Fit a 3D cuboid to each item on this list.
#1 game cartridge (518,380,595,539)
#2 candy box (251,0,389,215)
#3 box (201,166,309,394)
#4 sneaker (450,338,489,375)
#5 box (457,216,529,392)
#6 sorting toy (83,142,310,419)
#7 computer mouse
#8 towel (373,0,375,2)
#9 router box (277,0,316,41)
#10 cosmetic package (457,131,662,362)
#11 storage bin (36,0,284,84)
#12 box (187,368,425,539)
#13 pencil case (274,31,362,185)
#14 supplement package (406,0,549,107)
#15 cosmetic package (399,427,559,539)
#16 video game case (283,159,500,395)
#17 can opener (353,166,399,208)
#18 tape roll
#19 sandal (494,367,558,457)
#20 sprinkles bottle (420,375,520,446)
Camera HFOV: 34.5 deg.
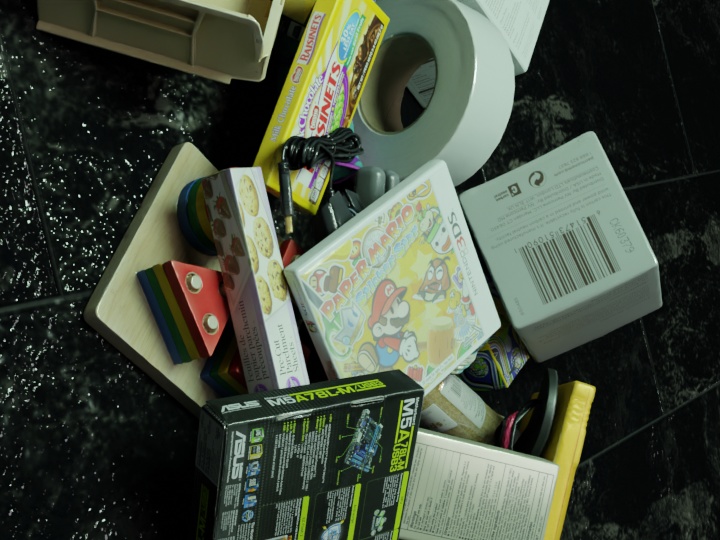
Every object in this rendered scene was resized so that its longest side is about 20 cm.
[{"bbox_3d":[0.186,0.222,1.218,0.032,0.176,0.201,19,78,-4],"label":"game cartridge"},{"bbox_3d":[-0.035,-0.157,1.048,0.102,0.026,0.201,28,82,-61],"label":"candy box"},{"bbox_3d":[-0.086,0.014,0.965,0.041,0.039,0.202,-9,85,-50],"label":"box"},{"bbox_3d":[0.062,0.005,1.180,0.200,0.086,0.078,48,18,7],"label":"sneaker"},{"bbox_3d":[0.113,0.034,1.294,0.070,0.064,0.201,-43,111,-48],"label":"box"},{"bbox_3d":[-0.113,0.017,1.018,0.199,0.069,0.201,47,47,-31],"label":"sorting toy"},{"bbox_3d":[-0.022,-0.027,1.024,0.140,0.046,0.202,-10,101,-63],"label":"computer mouse"},{"bbox_3d":[-0.056,-0.349,1.155,0.199,0.024,0.146,25,61,-5],"label":"towel"},{"bbox_3d":[-0.056,-0.330,1.100,0.156,0.052,0.201,24,80,-6],"label":"router box"},{"bbox_3d":[0.226,-0.019,1.289,0.200,0.164,0.166,46,21,-69],"label":"cosmetic package"},{"bbox_3d":[-0.152,-0.279,0.972,0.197,0.094,0.201,15,61,-7],"label":"storage bin"},{"bbox_3d":[-0.047,0.190,0.956,0.192,0.047,0.202,-8,115,-37],"label":"box"},{"bbox_3d":[-0.040,-0.186,1.161,0.092,0.085,0.202,9,71,-34],"label":"pencil case"},{"bbox_3d":[0.093,-0.323,1.313,0.200,0.150,0.152,47,47,-31],"label":"supplement package"},{"bbox_3d":[0.078,0.208,1.102,0.198,0.071,0.106,17,84,-14],"label":"cosmetic package"},{"bbox_3d":[0.036,0.027,1.043,0.200,0.023,0.183,-38,118,-33],"label":"video game case"},{"bbox_3d":[0.000,0.000,1.128,0.053,0.066,0.202,5,93,-58],"label":"can opener"},{"bbox_3d":[0.057,-0.183,1.186,0.071,0.201,0.204,13,69,-47],"label":"tape roll"},{"bbox_3d":[0.155,0.192,1.203,0.075,0.045,0.201,-65,176,-75],"label":"sandal"},{"bbox_3d":[0.092,0.146,1.230,0.200,0.068,0.069,42,49,-34],"label":"sprinkles bottle"}]
